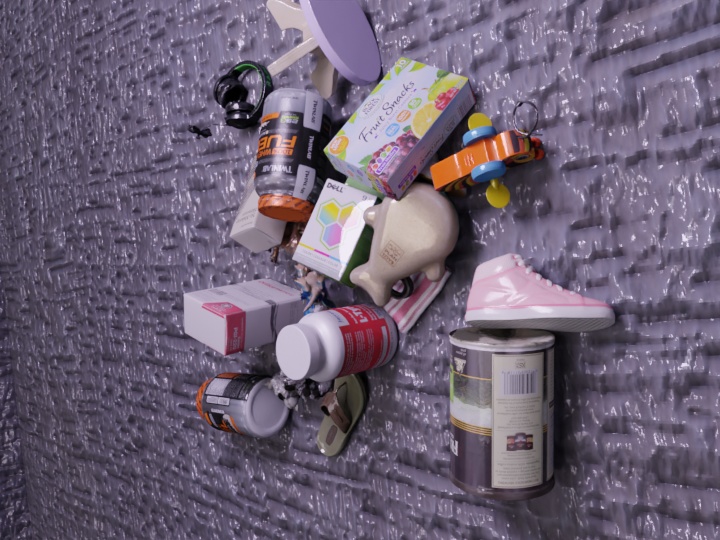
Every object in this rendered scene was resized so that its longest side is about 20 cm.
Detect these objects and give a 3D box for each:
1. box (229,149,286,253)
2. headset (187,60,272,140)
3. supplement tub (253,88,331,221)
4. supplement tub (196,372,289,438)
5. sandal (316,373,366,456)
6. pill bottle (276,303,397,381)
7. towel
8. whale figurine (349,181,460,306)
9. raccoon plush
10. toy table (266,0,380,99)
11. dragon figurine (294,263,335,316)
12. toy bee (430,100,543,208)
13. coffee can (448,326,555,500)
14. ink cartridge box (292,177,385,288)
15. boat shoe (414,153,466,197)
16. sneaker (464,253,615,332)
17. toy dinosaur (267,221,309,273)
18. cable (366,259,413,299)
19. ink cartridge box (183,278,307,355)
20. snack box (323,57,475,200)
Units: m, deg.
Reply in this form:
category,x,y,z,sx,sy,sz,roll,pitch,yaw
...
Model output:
category,x,y,z,sx,sy,sz,roll,pitch,yaw
box,-0.172,-0.141,1.203,0.081,0.068,0.203,-17,51,42
headset,-0.267,-0.343,1.321,0.199,0.093,0.125,-39,67,27
supplement tub,-0.117,-0.194,1.109,0.121,0.121,0.204,-5,75,44
supplement tub,-0.250,0.277,1.345,0.198,0.121,0.125,-6,90,45
sandal,-0.043,0.264,1.186,0.079,0.057,0.204,33,116,37
pill bottle,-0.039,0.120,1.070,0.111,0.198,0.115,5,98,42
towel,0.052,-0.012,1.086,0.201,0.030,0.147,51,126,28
whale figurine,0.069,-0.042,0.997,0.159,0.104,0.201,39,112,9
raccoon plush,-0.109,0.169,1.251,0.133,0.096,0.203,-5,60,58
toy table,-0.066,-0.386,1.075,0.116,0.183,0.203,-14,106,42
dragon figurine,-0.078,0.047,1.128,0.200,0.058,0.101,-118,13,-63
toy bee,0.195,-0.153,0.884,0.199,0.107,0.134,9,100,54
coffee can,0.194,0.188,0.888,0.145,0.145,0.204,3,96,43
ink cartridge box,-0.021,-0.085,1.058,0.103,0.059,0.203,23,86,29
boat shoe,0.088,-0.178,1.009,0.198,0.071,0.070,29,85,25
sneaker,0.241,0.025,0.874,0.197,0.075,0.107,-1,69,29
toy dinosaur,-0.117,-0.077,1.214,0.137,0.085,0.200,-60,43,21
cable,0.000,0.000,1.085,0.200,0.050,0.098,43,117,34
ink cartridge box,-0.218,0.083,1.241,0.144,0.198,0.086,19,112,41
snack box,0.059,-0.218,0.972,0.141,0.053,0.201,30,77,38
